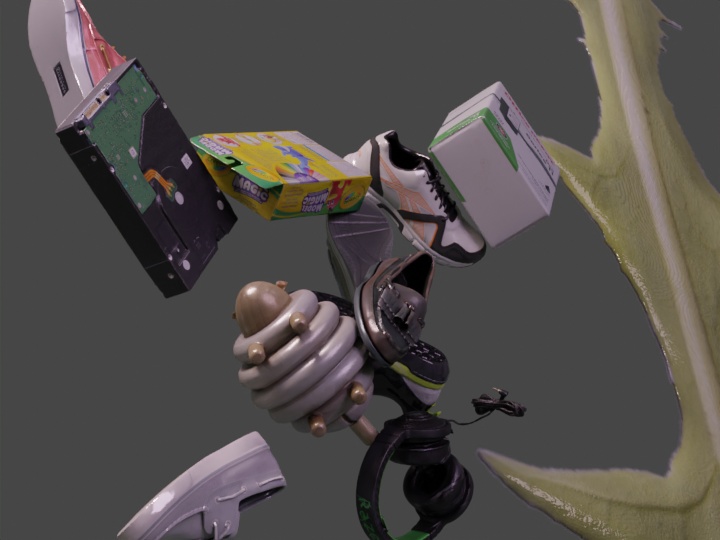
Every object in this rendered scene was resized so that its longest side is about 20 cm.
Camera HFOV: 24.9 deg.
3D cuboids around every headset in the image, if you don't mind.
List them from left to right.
[{"bbox_3d":[0.077,0.187,1.578,0.200,0.094,0.124,-45,126,-37],"label":"headset"}]

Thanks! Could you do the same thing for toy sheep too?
[{"bbox_3d":[-0.050,0.093,1.554,0.200,0.138,0.138,55,35,-11],"label":"toy sheep"}]

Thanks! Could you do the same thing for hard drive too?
[{"bbox_3d":[-0.206,-0.090,1.591,0.200,0.038,0.140,59,31,-23],"label":"hard drive"}]

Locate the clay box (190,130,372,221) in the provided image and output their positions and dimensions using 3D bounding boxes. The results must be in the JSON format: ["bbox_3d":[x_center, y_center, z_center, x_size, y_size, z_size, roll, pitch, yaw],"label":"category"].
[{"bbox_3d":[-0.089,-0.101,1.712,0.115,0.048,0.200,32,22,26],"label":"clay box"}]

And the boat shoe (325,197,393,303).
[{"bbox_3d":[0.002,0.001,1.757,0.074,0.065,0.202,-1,48,-22],"label":"boat shoe"}]

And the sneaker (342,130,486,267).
[{"bbox_3d":[0.073,-0.081,1.883,0.200,0.080,0.074,38,35,-14],"label":"sneaker"}]

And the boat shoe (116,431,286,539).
[{"bbox_3d":[-0.133,0.207,1.421,0.069,0.072,0.200,51,27,7],"label":"boat shoe"}]

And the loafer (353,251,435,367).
[{"bbox_3d":[0.038,0.027,1.601,0.072,0.063,0.200,55,15,-16],"label":"loafer"}]

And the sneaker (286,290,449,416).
[{"bbox_3d":[-0.006,0.091,1.647,0.200,0.083,0.072,28,19,18],"label":"sneaker"}]

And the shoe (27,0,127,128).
[{"bbox_3d":[-0.274,-0.208,1.670,0.091,0.071,0.200,5,58,-44],"label":"shoe"}]

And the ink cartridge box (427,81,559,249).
[{"bbox_3d":[0.164,-0.131,1.956,0.147,0.083,0.200,55,19,-10],"label":"ink cartridge box"}]
